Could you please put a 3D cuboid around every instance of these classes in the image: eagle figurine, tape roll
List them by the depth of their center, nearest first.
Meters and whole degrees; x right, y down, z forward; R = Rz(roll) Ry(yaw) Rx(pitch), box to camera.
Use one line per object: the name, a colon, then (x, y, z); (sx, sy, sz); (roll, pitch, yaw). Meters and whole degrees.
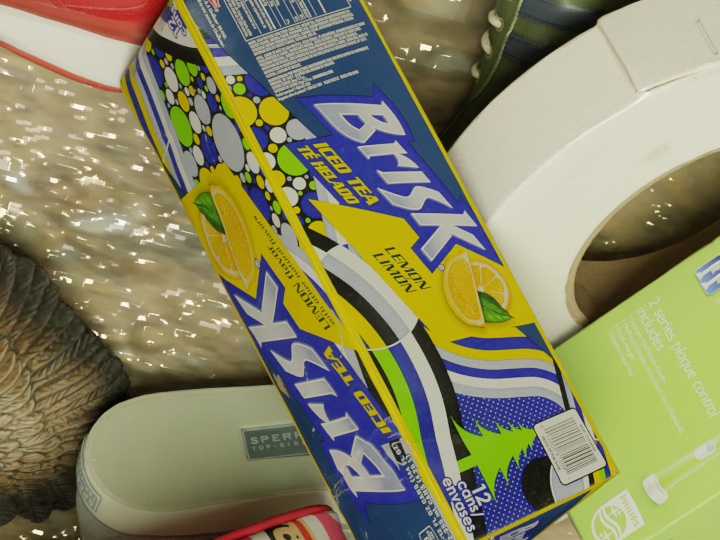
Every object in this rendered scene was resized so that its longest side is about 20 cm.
tape roll: (0.114, -0.023, 0.907); (0.202, 0.037, 0.203); (-17, 146, -12)
eagle figurine: (-0.171, 0.049, 0.929); (0.152, 0.151, 0.200); (-34, 107, 3)

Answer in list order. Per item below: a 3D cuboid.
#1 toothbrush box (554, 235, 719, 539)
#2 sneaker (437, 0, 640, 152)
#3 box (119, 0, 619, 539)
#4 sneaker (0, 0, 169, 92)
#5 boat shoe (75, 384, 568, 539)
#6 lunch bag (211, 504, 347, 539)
toothbrush box: (0.175, 0.038, 0.920); (0.200, 0.086, 0.146); (-35, 147, 17)
sneaker: (0.078, -0.104, 0.901); (0.200, 0.067, 0.090); (-40, 98, 24)
box: (0.000, 0.000, 0.842); (0.064, 0.200, 0.070); (-21, 167, -28)
sneaker: (-0.113, -0.132, 0.825); (0.200, 0.078, 0.116); (9, 130, -48)
boat shoe: (-0.011, 0.082, 0.996); (0.200, 0.070, 0.072); (-1, 147, -14)
lunch bag: (-0.097, 0.161, 0.901); (0.200, 0.176, 0.082); (-36, 76, 29)
